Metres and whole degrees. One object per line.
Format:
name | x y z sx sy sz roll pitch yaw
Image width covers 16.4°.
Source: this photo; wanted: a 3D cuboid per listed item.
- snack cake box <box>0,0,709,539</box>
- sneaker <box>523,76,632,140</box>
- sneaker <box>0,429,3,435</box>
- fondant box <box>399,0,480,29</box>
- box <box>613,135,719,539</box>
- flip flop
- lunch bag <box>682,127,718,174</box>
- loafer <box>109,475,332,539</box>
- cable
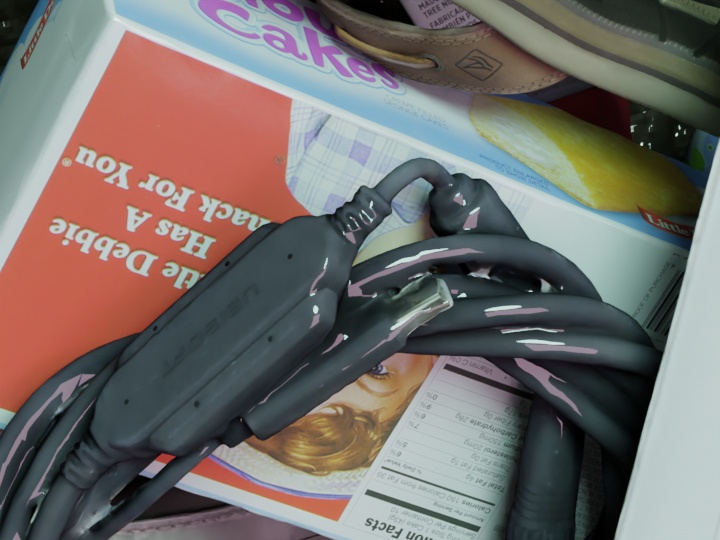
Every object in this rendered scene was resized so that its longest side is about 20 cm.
snack cake box | -0.005 0.003 0.651 0.199 0.067 0.115 21 115 -24
sneaker | 0.000 0.000 0.730 0.199 0.071 0.113 -20 106 -20
sneaker | -0.105 0.018 0.760 0.200 0.075 0.077 -41 110 -18
fondant box | -0.004 -0.164 0.689 0.058 0.144 0.200 -28 117 8
box | 0.169 0.040 0.627 0.199 0.130 0.201 6 100 -61
flip flop | 0.025 -0.074 0.623 0.199 0.081 0.058 25 126 -24
lunch bag | 0.195 0.030 0.806 0.199 0.127 0.171 16 112 15
loafer | -0.020 0.064 0.810 0.199 0.070 0.070 -11 106 -27
cable | -0.011 0.070 0.629 0.200 0.051 0.163 -44 125 11
